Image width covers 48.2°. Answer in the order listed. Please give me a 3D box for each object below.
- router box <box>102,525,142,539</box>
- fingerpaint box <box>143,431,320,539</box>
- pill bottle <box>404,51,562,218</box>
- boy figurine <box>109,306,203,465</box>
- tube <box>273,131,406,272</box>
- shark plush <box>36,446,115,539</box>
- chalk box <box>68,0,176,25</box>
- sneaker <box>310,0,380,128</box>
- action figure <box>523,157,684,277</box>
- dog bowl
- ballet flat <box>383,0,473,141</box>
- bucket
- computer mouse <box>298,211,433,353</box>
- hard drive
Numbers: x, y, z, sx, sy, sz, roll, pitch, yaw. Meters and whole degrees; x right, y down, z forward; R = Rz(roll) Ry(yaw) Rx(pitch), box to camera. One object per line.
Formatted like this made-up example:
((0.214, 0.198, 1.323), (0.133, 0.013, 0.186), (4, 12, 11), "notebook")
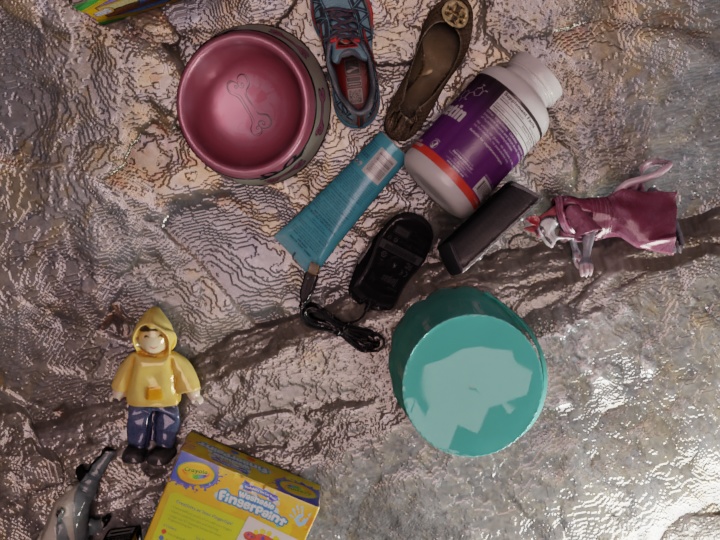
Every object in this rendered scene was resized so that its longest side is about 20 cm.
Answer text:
((-0.313, 0.466, 1.057), (0.050, 0.149, 0.203), (-7, 99, 0), "router box")
((-0.175, 0.338, 1.082), (0.198, 0.073, 0.169), (23, 98, -5), "fingerpaint box")
((0.154, -0.171, 0.999), (0.112, 0.112, 0.200), (43, 90, -7), "pill bottle")
((-0.267, 0.150, 1.059), (0.122, 0.064, 0.203), (7, 101, 0), "boy figurine")
((-0.022, -0.089, 1.042), (0.200, 0.050, 0.077), (-47, 72, 7), "tube")
((-0.383, 0.338, 1.099), (0.082, 0.091, 0.203), (22, 76, -24), "shark plush")
((-0.251, -0.390, 0.954), (0.197, 0.124, 0.127), (-17, 97, -1), "chalk box")
((-0.011, -0.279, 0.990), (0.078, 0.096, 0.203), (-15, 98, 0), "sneaker")
((0.303, -0.070, 1.012), (0.196, 0.134, 0.152), (2, 97, -5), "action figure")
((-0.138, -0.204, 0.996), (0.197, 0.074, 0.204), (1, 100, 6), "dog bowl")
((0.087, -0.256, 1.017), (0.067, 0.046, 0.202), (29, 91, -3), "ballet flat")
((0.134, 0.131, 1.032), (0.203, 0.135, 0.211), (0, 98, -2), "bucket")
((0.000, 0.000, 1.052), (0.139, 0.046, 0.202), (20, 107, -17), "computer mouse")
((0.149, -0.052, 0.977), (0.135, 0.200, 0.042), (-43, 89, 3), "hard drive")
